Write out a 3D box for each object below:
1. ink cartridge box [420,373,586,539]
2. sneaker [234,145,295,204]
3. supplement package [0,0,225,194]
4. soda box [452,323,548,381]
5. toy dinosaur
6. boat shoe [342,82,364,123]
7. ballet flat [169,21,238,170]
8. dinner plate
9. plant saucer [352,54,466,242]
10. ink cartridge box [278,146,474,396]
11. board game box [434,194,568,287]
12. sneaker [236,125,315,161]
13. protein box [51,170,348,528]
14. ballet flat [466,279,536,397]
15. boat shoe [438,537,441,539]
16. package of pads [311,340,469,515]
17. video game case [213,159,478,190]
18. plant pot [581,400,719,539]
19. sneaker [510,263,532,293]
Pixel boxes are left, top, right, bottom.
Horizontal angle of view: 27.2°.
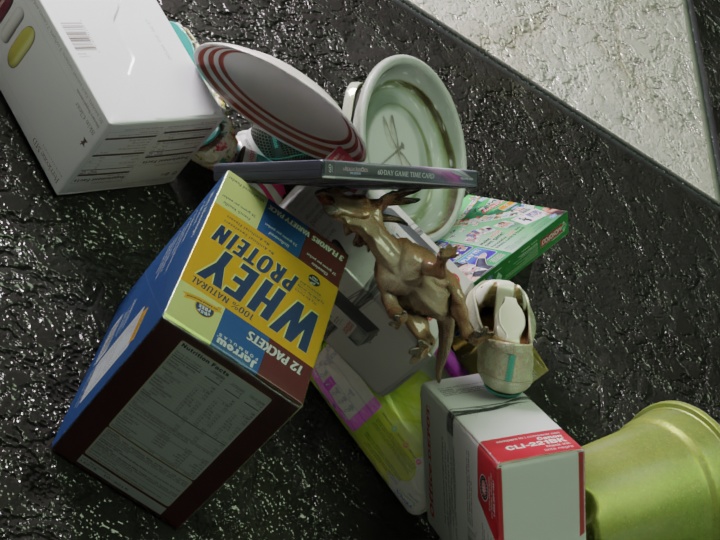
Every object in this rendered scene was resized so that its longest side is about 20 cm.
[{"bbox_3d":[0.123,0.192,1.315,0.083,0.146,0.200,-8,18,-15],"label":"ink cartridge box"},{"bbox_3d":[-0.087,-0.036,1.521,0.119,0.084,0.201,22,40,-14],"label":"sneaker"},{"bbox_3d":[-0.260,-0.192,1.470,0.155,0.111,0.201,-11,63,-49],"label":"supplement package"},{"bbox_3d":[0.139,0.083,1.548,0.064,0.067,0.200,53,2,-6],"label":"soda box"},{"bbox_3d":[0.048,0.002,1.326,0.201,0.085,0.136,58,2,-38],"label":"toy dinosaur"},{"bbox_3d":[0.009,-0.112,1.633,0.072,0.060,0.204,38,55,-65],"label":"boat shoe"},{"bbox_3d":[-0.180,-0.178,1.579,0.064,0.075,0.201,57,8,-54],"label":"ballet flat"},{"bbox_3d":[-0.075,-0.169,1.469,0.199,0.200,0.024,36,76,-13],"label":"dinner plate"},{"bbox_3d":[0.042,-0.126,1.587,0.199,0.050,0.203,14,73,-52],"label":"plant saucer"},{"bbox_3d":[0.000,0.000,1.441,0.200,0.085,0.146,47,36,-7],"label":"ink cartridge box"},{"bbox_3d":[0.119,-0.025,1.607,0.199,0.133,0.029,-34,125,-44],"label":"board game box"},{"bbox_3d":[-0.045,-0.155,1.661,0.199,0.091,0.078,-15,66,-50],"label":"sneaker"},{"bbox_3d":[-0.135,0.067,1.271,0.134,0.200,0.200,34,38,-14],"label":"protein box"},{"bbox_3d":[0.137,0.044,1.385,0.066,0.063,0.201,5,27,-5],"label":"ballet flat"},{"bbox_3d":[0.102,0.291,1.384,0.074,0.086,0.202,41,36,-4],"label":"boat shoe"},{"bbox_3d":[0.049,0.132,1.500,0.201,0.068,0.154,52,36,10],"label":"package of pads"},{"bbox_3d":[-0.011,-0.084,1.328,0.198,0.142,0.019,1,91,-45],"label":"video game case"},{"bbox_3d":[0.267,0.248,1.523,0.182,0.201,0.202,-7,59,-34],"label":"plant pot"},{"bbox_3d":[0.109,0.023,1.660,0.198,0.100,0.071,-14,27,-18],"label":"sneaker"}]
